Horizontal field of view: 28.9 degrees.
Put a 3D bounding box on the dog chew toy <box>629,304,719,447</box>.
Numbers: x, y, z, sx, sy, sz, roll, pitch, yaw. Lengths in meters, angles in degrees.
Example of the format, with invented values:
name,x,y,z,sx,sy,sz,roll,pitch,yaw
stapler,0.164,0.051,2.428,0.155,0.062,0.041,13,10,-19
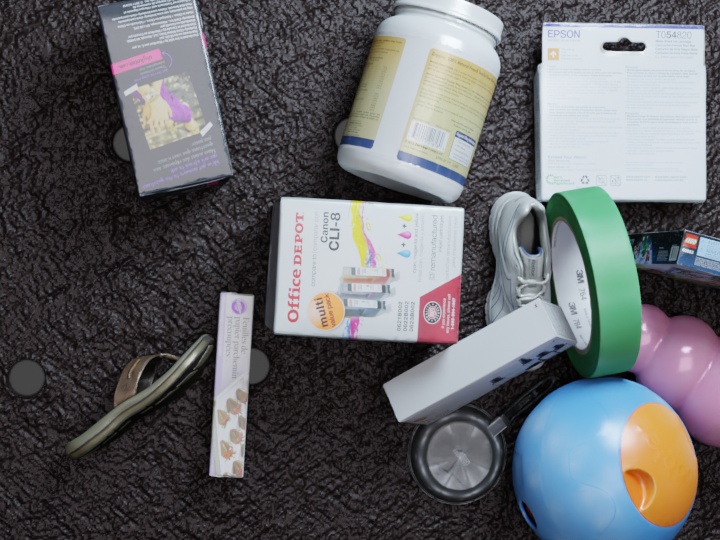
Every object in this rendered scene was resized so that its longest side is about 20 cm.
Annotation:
name,x,y,z,sx,sy,sz,roll,pitch,yaw
dog chew toy,0.365,0.109,1.563,0.199,0.125,0.125,32,87,2

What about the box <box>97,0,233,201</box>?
name,x,y,z,sx,sy,sz,roll,pitch,yaw
box,-0.206,-0.184,1.486,0.105,0.122,0.203,-12,92,-7

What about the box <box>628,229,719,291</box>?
name,x,y,z,sx,sy,sz,roll,pitch,yaw
box,0.377,-0.008,1.519,0.135,0.200,0.038,14,89,-7

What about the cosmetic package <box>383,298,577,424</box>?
name,x,y,z,sx,sy,sz,roll,pitch,yaw
cosmetic package,0.130,0.102,1.507,0.199,0.082,0.051,-31,69,19

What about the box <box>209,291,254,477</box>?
name,x,y,z,sx,sy,sz,roll,pitch,yaw
box,-0.142,0.125,1.538,0.038,0.041,0.203,4,91,-7

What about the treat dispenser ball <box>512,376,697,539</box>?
name,x,y,z,sx,sy,sz,roll,pitch,yaw
treat dispenser ball,0.262,0.216,1.507,0.198,0.201,0.204,0,91,-7

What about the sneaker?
name,x,y,z,sx,sy,sz,roll,pitch,yaw
sneaker,0.179,0.013,1.553,0.074,0.087,0.203,-6,92,-9

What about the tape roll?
name,x,y,z,sx,sy,sz,roll,pitch,yaw
tape roll,0.247,0.013,1.503,0.048,0.200,0.203,-10,92,-6

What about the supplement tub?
name,x,y,z,sx,sy,sz,roll,pitch,yaw
supplement tub,0.068,-0.187,1.508,0.143,0.144,0.202,18,89,-7

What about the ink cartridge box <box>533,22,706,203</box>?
name,x,y,z,sx,sy,sz,roll,pitch,yaw
ink cartridge box,0.295,-0.177,1.587,0.197,0.041,0.203,1,90,-7

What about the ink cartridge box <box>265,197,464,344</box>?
name,x,y,z,sx,sy,sz,roll,pitch,yaw
ink cartridge box,0.000,0.000,1.502,0.197,0.145,0.147,3,91,-6

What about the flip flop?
name,x,y,z,sx,sy,sz,roll,pitch,yaw
flip flop,-0.243,0.130,1.515,0.199,0.081,0.058,-37,80,0

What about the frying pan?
name,x,y,z,sx,sy,sz,roll,pitch,yaw
frying pan,0.146,0.199,1.581,0.188,0.031,0.116,-14,93,-3
